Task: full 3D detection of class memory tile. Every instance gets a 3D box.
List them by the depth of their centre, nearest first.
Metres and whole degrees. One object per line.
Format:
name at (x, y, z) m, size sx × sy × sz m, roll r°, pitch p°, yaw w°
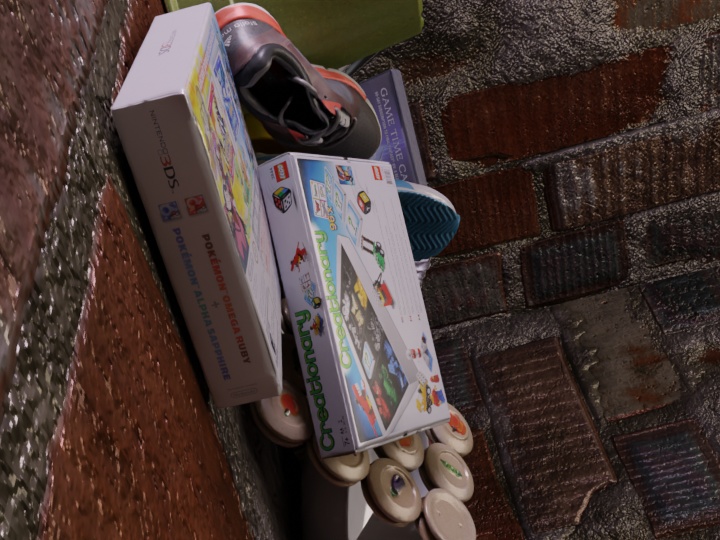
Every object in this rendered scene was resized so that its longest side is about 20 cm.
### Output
memory tile at (0.010, 0.111, 0.713) m, size 0.199 × 0.017 × 0.154 m, roll 38°, pitch 31°, yaw -16°

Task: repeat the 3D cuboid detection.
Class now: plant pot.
plant pot at (-0.052, -0.232, 0.789) m, size 0.200 × 0.188 × 0.202 m, roll -14°, pitch 90°, yaw -89°

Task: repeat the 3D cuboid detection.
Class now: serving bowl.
serving bowl at (-0.002, 0.183, 0.802) m, size 0.200 × 0.065 × 0.202 m, roll 0°, pitch 90°, yaw -68°

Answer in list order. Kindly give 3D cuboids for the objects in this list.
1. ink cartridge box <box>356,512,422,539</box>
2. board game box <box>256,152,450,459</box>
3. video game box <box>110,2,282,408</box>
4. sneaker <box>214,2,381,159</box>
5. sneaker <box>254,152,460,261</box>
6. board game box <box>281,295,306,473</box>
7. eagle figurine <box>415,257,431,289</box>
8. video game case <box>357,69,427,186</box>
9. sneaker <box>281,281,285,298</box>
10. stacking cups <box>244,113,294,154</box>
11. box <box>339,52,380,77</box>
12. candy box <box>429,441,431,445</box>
ink cartridge box at (0.035, 0.250, 0.713) m, size 0.200 × 0.067 × 0.118 m, roll -45°, pitch 128°, yaw -60°
board game box at (-0.001, 0.020, 0.683) m, size 0.126 × 0.034 × 0.202 m, roll -3°, pitch 78°, yaw -55°
video game box at (-0.089, -0.048, 0.586) m, size 0.200 × 0.046 × 0.184 m, roll -100°, pitch 179°, yaw -63°
sneaker at (-0.042, -0.116, 0.727) m, size 0.199 × 0.077 × 0.082 m, roll 28°, pitch 23°, yaw -51°
sneaker at (-0.010, -0.061, 0.829) m, size 0.081 × 0.198 × 0.077 m, roll -103°, pitch -153°, yaw -52°
board game box at (-0.068, 0.064, 0.797) m, size 0.105 × 0.023 × 0.201 m, roll -97°, pitch 174°, yaw -51°
eagle figurine at (-0.002, 0.044, 1.099) m, size 0.151 × 0.150 × 0.202 m, roll 1°, pitch 85°, yaw -56°
video game case at (-0.023, -0.108, 1.013) m, size 0.019 × 0.199 × 0.144 m, roll -10°, pitch 85°, yaw -52°
sneaker at (0.000, 0.000, 0.868) m, size 0.081 × 0.145 × 0.201 m, roll 78°, pitch -12°, yaw -45°
stacking cups at (-0.087, -0.186, 0.922) m, size 0.061 × 0.060 × 0.202 m, roll 73°, pitch 13°, yaw -58°
box at (-0.032, -0.252, 1.072) m, size 0.050 × 0.200 × 0.158 m, roll 45°, pitch -14°, yaw 6°
candy box at (0.033, 0.206, 1.079) m, size 0.200 × 0.056 × 0.118 m, roll 157°, pitch -48°, yaw -82°
